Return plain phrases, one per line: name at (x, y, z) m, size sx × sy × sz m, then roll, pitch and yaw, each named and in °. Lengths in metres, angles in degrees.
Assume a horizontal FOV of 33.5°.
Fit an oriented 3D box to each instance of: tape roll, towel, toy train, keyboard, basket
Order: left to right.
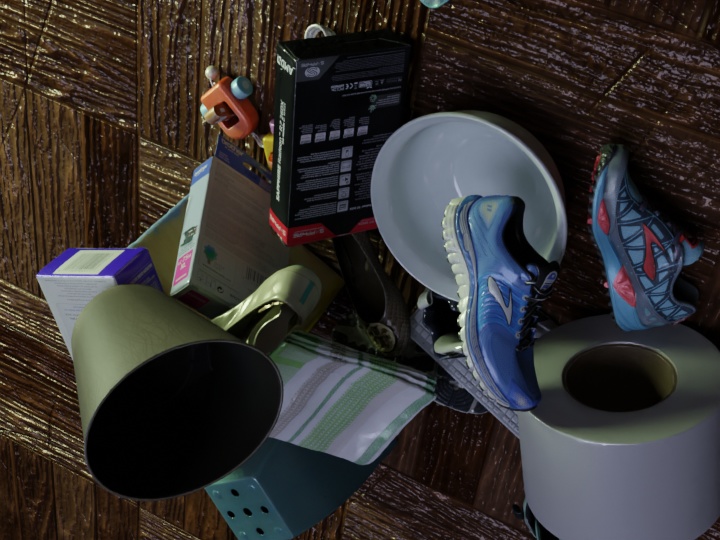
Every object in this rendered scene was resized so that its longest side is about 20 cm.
basket at (-0.189, 0.097, 1.091) m, size 0.200 × 0.179 × 0.137 m, roll 34°, pitch 145°, yaw 58°
toy train at (-0.086, -0.165, 1.242) m, size 0.199 × 0.056 × 0.151 m, roll -21°, pitch 109°, yaw 41°
towel at (-0.034, 0.140, 1.252) m, size 0.199 × 0.031 × 0.149 m, roll 20°, pitch 124°, yaw -32°
keyboard at (0.134, 0.111, 1.300) m, size 0.200 × 0.056 × 0.011 m, roll 43°, pitch 163°, yaw -1°
tape roll at (0.252, 0.155, 1.152) m, size 0.201 × 0.203 × 0.140 m, roll 8°, pitch 125°, yaw 28°

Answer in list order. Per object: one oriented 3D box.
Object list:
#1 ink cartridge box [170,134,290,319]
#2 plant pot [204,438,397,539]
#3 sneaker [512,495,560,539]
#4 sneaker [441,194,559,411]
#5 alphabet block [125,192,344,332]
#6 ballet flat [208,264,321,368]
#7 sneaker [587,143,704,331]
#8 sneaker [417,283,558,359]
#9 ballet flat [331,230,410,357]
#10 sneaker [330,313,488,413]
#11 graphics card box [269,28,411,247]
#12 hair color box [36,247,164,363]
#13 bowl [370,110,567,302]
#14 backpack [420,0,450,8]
ink cartridge box at (-0.128, -0.033, 1.242) m, size 0.119 × 0.202 × 0.042 m, roll 33°, pitch 135°, yaw -32°
plant pot at (-0.081, 0.220, 1.415) m, size 0.141 × 0.200 × 0.142 m, roll -17°, pitch 112°, yaw 39°
sneaker at (0.227, 0.293, 1.325) m, size 0.073 × 0.118 × 0.202 m, roll -6°, pitch 119°, yaw 33°
sneaker at (0.135, 0.028, 1.072) m, size 0.088 × 0.078 × 0.202 m, roll -11°, pitch 94°, yaw 28°
alphabet block at (-0.170, 0.050, 1.354) m, size 0.200 × 0.197 × 0.196 m, roll 39°, pitch 135°, yaw 2°
ballet flat at (-0.110, 0.067, 1.153) m, size 0.069 × 0.070 × 0.200 m, roll 45°, pitch 127°, yaw -3°
sneaker at (0.268, -0.035, 1.106) m, size 0.095 × 0.080 × 0.201 m, roll -5°, pitch 127°, yaw 24°
sneaker at (0.131, 0.075, 1.222) m, size 0.079 × 0.130 × 0.200 m, roll -25°, pitch 106°, yaw 43°
ballet flat at (0.000, 0.000, 1.275) m, size 0.067 × 0.046 × 0.202 m, roll -14°, pitch 96°, yaw 39°
sneaker at (0.062, 0.102, 1.341) m, size 0.198 × 0.078 × 0.080 m, roll 23°, pitch 165°, yaw 9°
graphics card box at (-0.022, -0.129, 1.168) m, size 0.051 × 0.124 × 0.202 m, roll 50°, pitch 144°, yaw 46°
hair color box at (-0.245, 0.076, 1.243) m, size 0.108 × 0.065 × 0.202 m, roll 1°, pitch 120°, yaw 31°
bowl at (0.117, -0.074, 1.149) m, size 0.199 × 0.090 × 0.203 m, roll 16°, pitch 126°, yaw 23°
backpack at (0.087, -0.326, 0.954) m, size 0.199 × 0.153 × 0.177 m, roll -29°, pitch 99°, yaw 35°
